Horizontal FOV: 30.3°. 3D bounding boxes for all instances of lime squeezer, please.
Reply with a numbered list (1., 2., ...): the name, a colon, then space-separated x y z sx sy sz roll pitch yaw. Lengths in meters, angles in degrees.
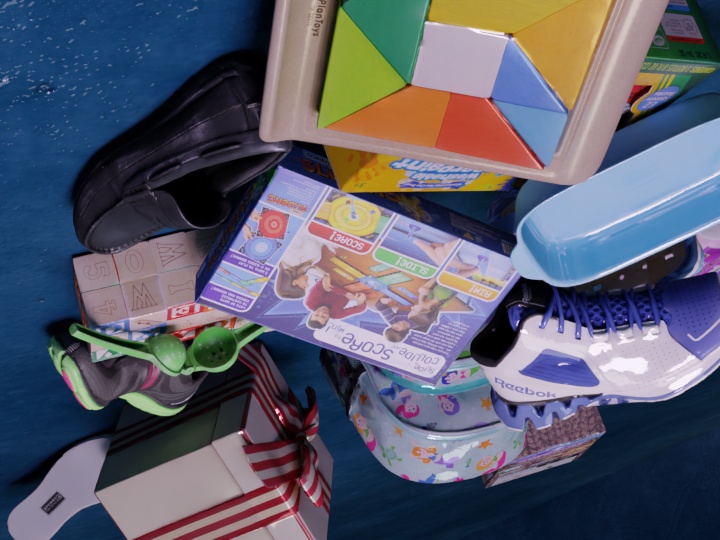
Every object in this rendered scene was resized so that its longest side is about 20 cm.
1. lime squeezer: -0.124 0.054 0.991 0.200 0.038 0.071 -7 158 -30

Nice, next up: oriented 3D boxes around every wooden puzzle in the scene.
1. wooden puzzle: 0.054 -0.117 0.686 0.200 0.037 0.185 6 139 -7

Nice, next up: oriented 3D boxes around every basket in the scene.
1. basket: 0.181 -0.031 1.047 0.176 0.139 0.200 -27 155 25

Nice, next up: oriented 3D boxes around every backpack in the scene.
1. backpack: 0.071 0.092 1.231 0.177 0.200 0.151 -10 140 -22

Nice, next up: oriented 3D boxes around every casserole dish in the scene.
1. casserole dish: 0.189 -0.057 0.899 0.200 0.039 0.121 -27 144 12

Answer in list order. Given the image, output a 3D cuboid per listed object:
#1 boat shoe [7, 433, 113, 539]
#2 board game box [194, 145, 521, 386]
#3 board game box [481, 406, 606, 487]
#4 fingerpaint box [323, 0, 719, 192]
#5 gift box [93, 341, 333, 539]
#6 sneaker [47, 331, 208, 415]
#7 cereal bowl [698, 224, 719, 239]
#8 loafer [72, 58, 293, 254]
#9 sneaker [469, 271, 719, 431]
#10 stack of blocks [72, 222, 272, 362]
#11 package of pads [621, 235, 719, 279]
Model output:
1. boat shoe: -0.319 0.235 1.493 0.200 0.071 0.064 -37 -172 25
2. board game box: 0.000 0.000 0.951 0.200 0.034 0.135 21 125 -21
3. board game box: 0.264 0.247 2.036 0.159 0.097 0.200 -15 162 -10
4. fingerpaint box: 0.098 -0.117 0.841 0.200 0.073 0.167 -3 156 -39
5. gift box: -0.131 0.186 1.275 0.187 0.185 0.200 -23 119 12
6. sneaker: -0.195 0.074 1.143 0.084 0.077 0.200 -42 160 12
7. cereal bowl: 0.364 -0.105 1.126 0.200 0.083 0.200 -17 162 -6
8. loafer: -0.113 -0.054 0.822 0.068 0.070 0.201 1 153 -46
9. sneaker: 0.164 0.044 0.975 0.199 0.081 0.115 -23 130 22
10. stack of blocks: -0.118 0.014 1.036 0.200 0.059 0.115 -14 161 -15
11. package of pads: 0.335 -0.033 1.320 0.120 0.076 0.200 -11 161 -25
